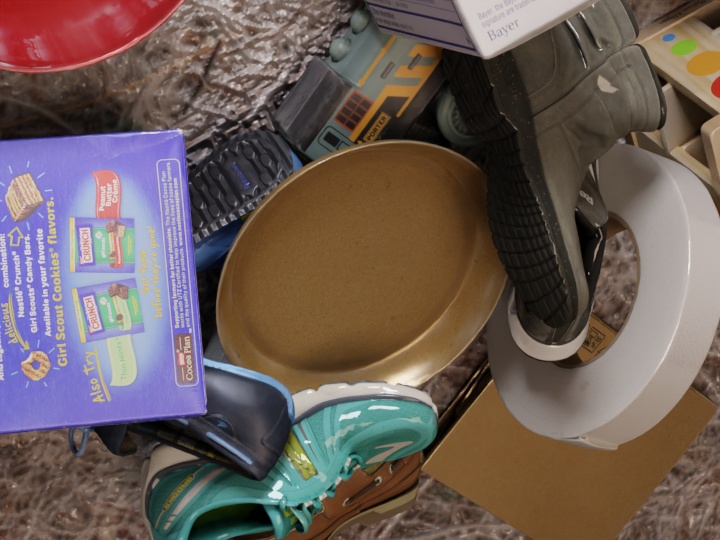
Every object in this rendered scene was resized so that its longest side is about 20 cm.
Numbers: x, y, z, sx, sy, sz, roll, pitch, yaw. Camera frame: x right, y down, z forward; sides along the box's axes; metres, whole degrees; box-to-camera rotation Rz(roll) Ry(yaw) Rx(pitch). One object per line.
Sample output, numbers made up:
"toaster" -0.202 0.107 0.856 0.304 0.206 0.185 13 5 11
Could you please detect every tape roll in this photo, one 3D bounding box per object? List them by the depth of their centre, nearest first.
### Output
"tape roll" 0.160 0.017 1.541 0.037 0.203 0.204 17 108 -34

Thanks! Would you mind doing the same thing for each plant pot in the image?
"plant pot" 0.000 0.000 1.458 0.199 0.028 0.201 -13 128 -17

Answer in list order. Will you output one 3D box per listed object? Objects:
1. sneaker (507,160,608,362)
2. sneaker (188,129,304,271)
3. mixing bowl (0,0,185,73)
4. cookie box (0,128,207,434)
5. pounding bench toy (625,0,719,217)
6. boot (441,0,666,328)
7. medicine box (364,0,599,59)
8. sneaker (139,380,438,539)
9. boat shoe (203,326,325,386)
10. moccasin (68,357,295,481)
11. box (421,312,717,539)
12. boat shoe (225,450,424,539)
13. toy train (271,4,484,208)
"sneaker" 0.128 -0.048 1.501 0.066 0.202 0.091 2 162 -6
"sneaker" -0.120 -0.014 1.459 0.199 0.066 0.079 -28 153 -2
"mixing bowl" -0.181 -0.221 1.282 0.199 0.108 0.201 -12 121 -21
"cookie box" -0.199 0.009 1.353 0.198 0.075 0.173 -4 85 -15
"pounding bench toy" 0.297 -0.114 1.569 0.199 0.156 0.125 -29 126 -11
"boot" 0.138 -0.076 1.425 0.130 0.068 0.201 -19 96 -26
"medicine box" 0.041 -0.235 1.316 0.103 0.182 0.201 -29 108 -11
"sneaker" -0.041 0.132 1.471 0.199 0.080 0.078 -21 139 1
"boat shoe" -0.075 0.081 1.545 0.201 0.072 0.062 -55 164 7
"moccasin" -0.142 0.081 1.432 0.081 0.199 0.069 68 35 -67
"box" 0.152 0.119 1.705 0.200 0.021 0.164 34 98 -37
"boat shoe" -0.033 0.144 1.570 0.200 0.072 0.068 -25 133 -48
"toy train" 0.034 -0.126 1.473 0.114 0.085 0.200 33 98 -28
